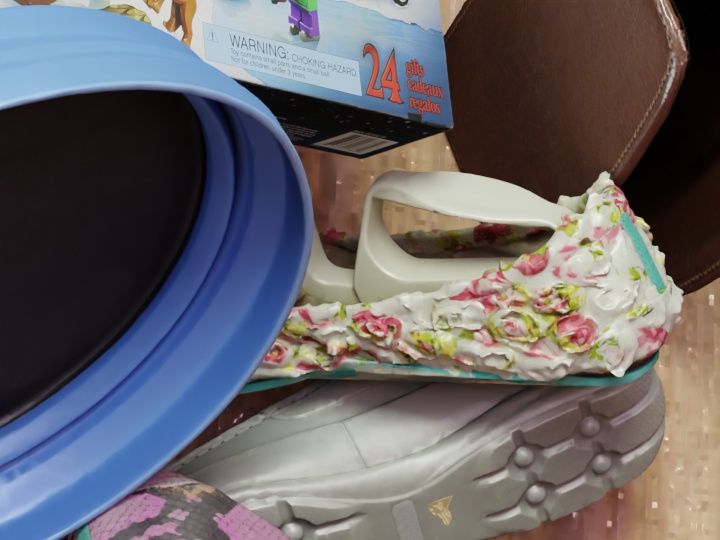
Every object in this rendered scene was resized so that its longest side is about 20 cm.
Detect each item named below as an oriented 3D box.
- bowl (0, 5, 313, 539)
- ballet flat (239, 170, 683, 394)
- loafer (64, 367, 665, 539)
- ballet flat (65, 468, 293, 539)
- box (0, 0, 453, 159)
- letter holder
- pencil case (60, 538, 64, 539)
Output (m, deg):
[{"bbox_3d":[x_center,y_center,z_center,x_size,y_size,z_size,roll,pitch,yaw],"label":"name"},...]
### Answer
[{"bbox_3d":[-0.107,0.012,0.733,0.201,0.201,0.039,-24,59,-18],"label":"bowl"},{"bbox_3d":[0.000,0.000,0.873,0.200,0.064,0.076,-3,26,20],"label":"ballet flat"},{"bbox_3d":[-0.003,0.063,0.903,0.200,0.070,0.070,-19,38,-11],"label":"loafer"},{"bbox_3d":[-0.003,0.127,0.848,0.200,0.069,0.071,31,29,-24],"label":"ballet flat"},{"bbox_3d":[-0.057,-0.112,0.777,0.200,0.038,0.137,9,71,-50],"label":"box"},{"bbox_3d":[0.108,-0.046,0.882,0.101,0.200,0.142,-15,77,-16],"label":"letter holder"},{"bbox_3d":[-0.129,0.011,0.878,0.086,0.083,0.200,18,67,-37],"label":"pencil case"}]
